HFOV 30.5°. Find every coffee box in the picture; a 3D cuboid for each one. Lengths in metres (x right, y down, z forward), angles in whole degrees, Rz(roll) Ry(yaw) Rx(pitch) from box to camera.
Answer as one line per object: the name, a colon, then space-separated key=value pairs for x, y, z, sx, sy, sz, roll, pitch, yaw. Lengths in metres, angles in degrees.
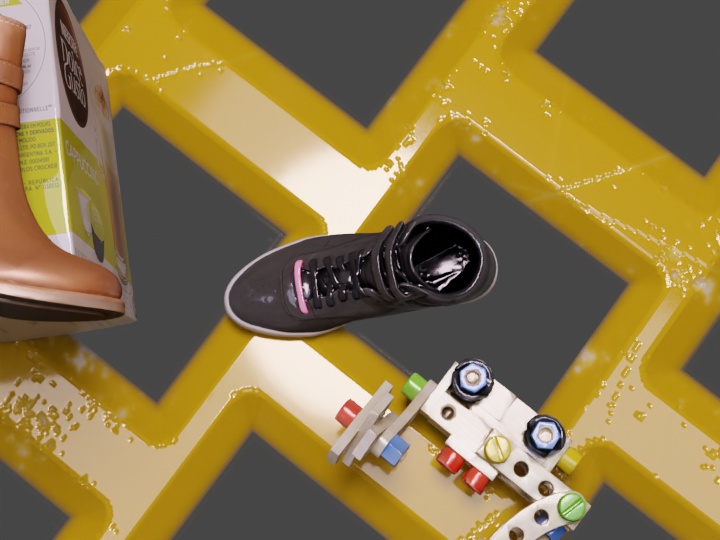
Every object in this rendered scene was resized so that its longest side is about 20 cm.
coffee box: x=-0.269 y=-0.062 z=0.858 sx=0.196 sy=0.200 sz=0.201 roll=-8 pitch=80 yaw=-2

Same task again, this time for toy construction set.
toy construction set: x=0.073 y=0.138 z=0.886 sx=0.199 sy=0.092 sz=0.132 roll=40 pitch=81 yaw=-5

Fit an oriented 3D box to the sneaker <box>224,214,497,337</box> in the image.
sneaker: x=0.000 y=0.000 z=0.901 sx=0.196 sy=0.099 sz=0.072 roll=-8 pitch=81 yaw=-1

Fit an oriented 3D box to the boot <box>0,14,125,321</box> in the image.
boot: x=-0.206 y=-0.062 z=0.724 sx=0.197 sy=0.074 sz=0.157 roll=17 pitch=76 yaw=-2
